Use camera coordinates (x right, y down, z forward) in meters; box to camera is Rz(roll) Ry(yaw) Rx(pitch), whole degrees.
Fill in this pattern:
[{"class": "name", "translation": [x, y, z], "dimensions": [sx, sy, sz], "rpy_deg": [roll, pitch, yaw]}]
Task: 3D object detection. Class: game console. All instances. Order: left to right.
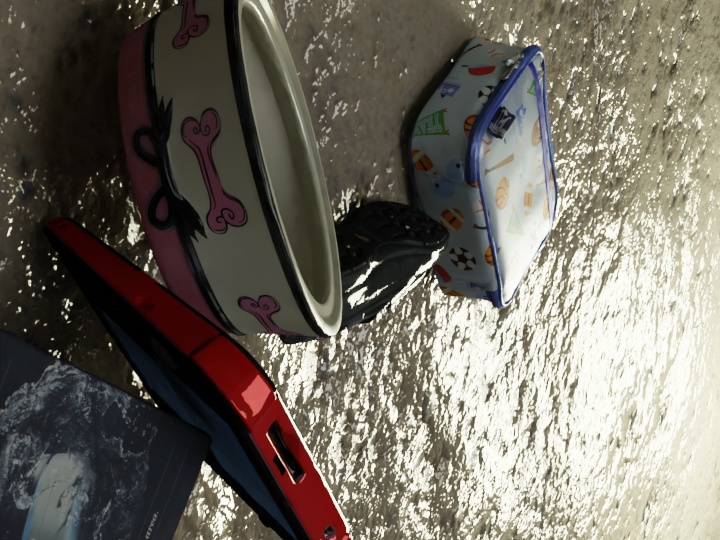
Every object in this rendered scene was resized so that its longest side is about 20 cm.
[{"class": "game console", "translation": [-0.088, 0.073, 0.767], "dimensions": [0.031, 0.176, 0.201], "rpy_deg": [-44, 142, -19]}]

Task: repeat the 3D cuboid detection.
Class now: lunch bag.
[{"class": "lunch bag", "translation": [0.108, -0.084, 1.139], "dimensions": [0.161, 0.075, 0.202], "rpy_deg": [-53, 145, -38]}]

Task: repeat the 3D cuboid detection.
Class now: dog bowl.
[{"class": "dog bowl", "translation": [-0.069, -0.055, 0.758], "dimensions": [0.200, 0.073, 0.203], "rpy_deg": [-13, 90, -83]}]

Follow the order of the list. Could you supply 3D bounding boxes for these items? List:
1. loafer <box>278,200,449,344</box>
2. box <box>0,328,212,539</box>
[{"class": "loafer", "translation": [0.000, 0.000, 1.003], "dimensions": [0.200, 0.068, 0.071], "rpy_deg": [-26, 144, -57]}, {"class": "box", "translation": [-0.195, 0.130, 0.661], "dimensions": [0.200, 0.116, 0.199], "rpy_deg": [40, 69, -57]}]
